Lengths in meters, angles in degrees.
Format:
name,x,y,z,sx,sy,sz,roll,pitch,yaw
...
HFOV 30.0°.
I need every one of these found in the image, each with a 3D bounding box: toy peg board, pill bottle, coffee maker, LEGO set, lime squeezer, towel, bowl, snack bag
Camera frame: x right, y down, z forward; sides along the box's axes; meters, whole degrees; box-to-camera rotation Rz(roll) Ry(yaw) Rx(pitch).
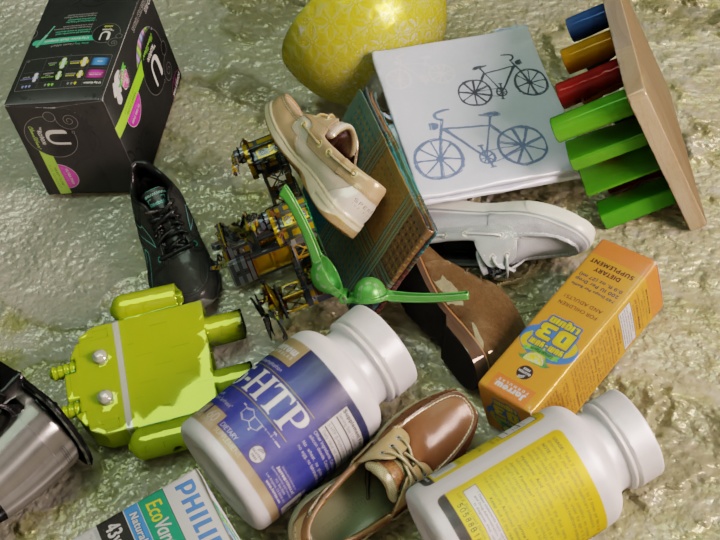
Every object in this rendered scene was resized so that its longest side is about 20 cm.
name,x,y,z,sx,sy,sz,roll,pitch,yaw
toy peg board,0.250,-0.159,1.329,0.097,0.200,0.200,-20,46,18
pill bottle,0.146,0.182,1.113,0.199,0.112,0.112,-29,49,-8
coffee maker,-0.382,0.191,1.264,0.200,0.135,0.191,-45,30,-24
LEGO set,-0.105,-0.034,1.347,0.115,0.154,0.201,-22,44,-3
lime squeezer,0.000,0.000,1.249,0.199,0.038,0.071,30,94,0
towel,0.005,-0.061,1.324,0.022,0.147,0.201,7,44,-34
bowl,0.024,-0.242,1.478,0.199,0.200,0.108,-30,72,-10
snack bag,0.114,-0.162,1.379,0.187,0.021,0.201,-12,61,-11
pill bottle,-0.051,0.126,1.213,0.200,0.120,0.120,-38,51,-17

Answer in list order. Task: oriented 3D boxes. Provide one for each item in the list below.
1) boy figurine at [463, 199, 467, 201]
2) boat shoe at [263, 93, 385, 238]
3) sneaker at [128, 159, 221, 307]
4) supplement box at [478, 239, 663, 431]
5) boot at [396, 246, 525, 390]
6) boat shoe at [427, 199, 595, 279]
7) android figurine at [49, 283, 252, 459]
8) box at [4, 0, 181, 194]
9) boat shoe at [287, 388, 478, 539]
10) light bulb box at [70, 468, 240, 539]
name,x,y,z,sx,sy,sz,roll,pitch,yaw
boy figurine,0.069,-0.109,1.417,0.198,0.065,0.125,-15,51,-1
boat shoe,-0.031,-0.115,1.316,0.069,0.074,0.201,-42,50,11
sneaker,-0.208,-0.037,1.425,0.075,0.080,0.201,-25,50,-8
supplement box,0.194,0.067,1.228,0.066,0.069,0.200,26,64,35
boot,0.087,0.022,1.295,0.075,0.074,0.201,-23,61,-21
boat shoe,0.131,-0.025,1.331,0.199,0.070,0.072,5,62,26
android figurine,-0.205,0.100,1.315,0.198,0.041,0.183,-12,58,-2
box,-0.303,-0.209,1.551,0.123,0.149,0.201,-2,50,13
boat shoe,0.025,0.181,1.160,0.200,0.074,0.076,-42,87,-13
light bulb box,-0.163,0.295,1.047,0.199,0.199,0.125,-29,48,-8
